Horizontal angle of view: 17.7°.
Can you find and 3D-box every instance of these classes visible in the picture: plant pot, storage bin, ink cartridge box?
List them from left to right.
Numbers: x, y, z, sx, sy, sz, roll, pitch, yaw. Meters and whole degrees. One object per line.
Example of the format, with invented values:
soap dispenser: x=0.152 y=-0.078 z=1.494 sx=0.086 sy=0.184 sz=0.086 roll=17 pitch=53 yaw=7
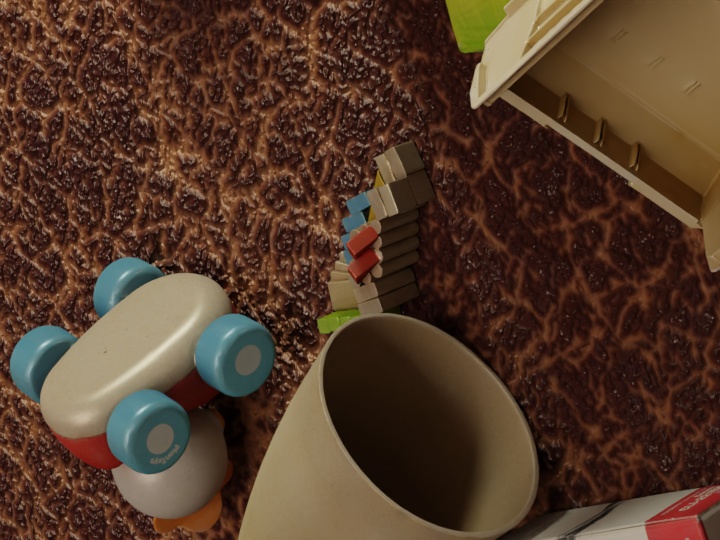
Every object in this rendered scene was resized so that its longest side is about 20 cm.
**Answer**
plant pot: x=-0.002 y=0.164 z=1.689 sx=0.188 sy=0.187 sz=0.200 roll=53 pitch=130 yaw=13
ink cartridge box: x=0.198 y=0.238 z=1.614 sx=0.199 sy=0.084 sz=0.145 roll=-15 pitch=95 yaw=42
storage bin: x=0.201 y=-0.121 z=1.416 sx=0.199 sy=0.094 sz=0.198 roll=32 pitch=133 yaw=-19

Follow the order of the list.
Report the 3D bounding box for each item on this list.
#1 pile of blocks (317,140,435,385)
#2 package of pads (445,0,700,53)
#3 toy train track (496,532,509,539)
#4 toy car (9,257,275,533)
pile of blocks: x=0.000 y=0.000 z=1.721 sx=0.082 sy=0.062 sz=0.201 roll=22 pitch=118 yaw=34
package of pads: x=0.135 y=-0.223 z=1.510 sx=0.199 sy=0.068 sz=0.155 roll=-2 pitch=113 yaw=41
toy train track: x=0.051 y=0.189 z=1.759 sx=0.200 sy=0.032 sz=0.115 roll=34 pitch=124 yaw=29
toy car: x=-0.150 y=0.122 z=1.860 sx=0.184 sy=0.177 sz=0.201 roll=26 pitch=150 yaw=47
